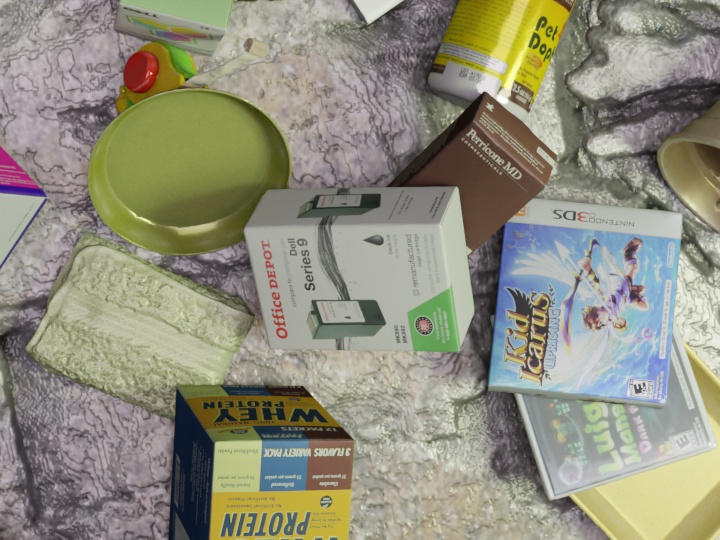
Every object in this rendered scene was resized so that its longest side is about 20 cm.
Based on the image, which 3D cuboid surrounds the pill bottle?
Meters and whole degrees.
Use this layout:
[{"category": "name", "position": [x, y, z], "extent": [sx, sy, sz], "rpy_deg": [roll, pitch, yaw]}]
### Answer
[{"category": "pill bottle", "position": [0.151, -0.256, 1.750], "extent": [0.109, 0.109, 0.200], "rpy_deg": [22, 91, -10]}]

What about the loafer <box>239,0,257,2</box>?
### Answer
[{"category": "loafer", "position": [-0.181, -0.327, 1.714], "extent": [0.200, 0.076, 0.068], "rpy_deg": [21, 84, -21]}]

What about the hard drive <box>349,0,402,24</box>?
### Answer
[{"category": "hard drive", "position": [0.052, -0.360, 1.769], "extent": [0.200, 0.026, 0.132], "rpy_deg": [-35, 99, -5]}]

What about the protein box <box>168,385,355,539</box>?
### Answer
[{"category": "protein box", "position": [-0.101, 0.230, 1.684], "extent": [0.135, 0.200, 0.199], "rpy_deg": [1, 101, -16]}]

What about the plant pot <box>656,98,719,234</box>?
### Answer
[{"category": "plant pot", "position": [0.436, -0.137, 1.778], "extent": [0.200, 0.200, 0.184], "rpy_deg": [40, 76, -10]}]

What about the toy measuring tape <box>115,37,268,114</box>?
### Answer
[{"category": "toy measuring tape", "position": [-0.169, -0.202, 1.689], "extent": [0.200, 0.074, 0.074], "rpy_deg": [-24, 100, 37]}]

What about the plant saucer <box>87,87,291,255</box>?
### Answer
[{"category": "plant saucer", "position": [-0.168, -0.102, 1.710], "extent": [0.199, 0.031, 0.200], "rpy_deg": [-7, 130, -8]}]

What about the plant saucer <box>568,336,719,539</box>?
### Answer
[{"category": "plant saucer", "position": [0.316, 0.197, 1.842], "extent": [0.200, 0.048, 0.200], "rpy_deg": [-45, 99, -4]}]

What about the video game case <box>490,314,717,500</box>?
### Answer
[{"category": "video game case", "position": [0.249, 0.114, 1.794], "extent": [0.181, 0.023, 0.200], "rpy_deg": [-17, 80, 1]}]

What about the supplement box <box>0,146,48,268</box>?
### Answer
[{"category": "supplement box", "position": [-0.405, -0.097, 1.624], "extent": [0.200, 0.103, 0.101], "rpy_deg": [44, 109, 23]}]

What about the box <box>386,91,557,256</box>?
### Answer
[{"category": "box", "position": [0.089, -0.070, 1.725], "extent": [0.100, 0.075, 0.200], "rpy_deg": [40, 121, -9]}]

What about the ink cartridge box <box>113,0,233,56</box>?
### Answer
[{"category": "ink cartridge box", "position": [-0.174, -0.258, 1.651], "extent": [0.104, 0.200, 0.059], "rpy_deg": [13, 85, -10]}]

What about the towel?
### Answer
[{"category": "towel", "position": [-0.220, 0.064, 1.752], "extent": [0.200, 0.036, 0.149], "rpy_deg": [24, 91, -10]}]

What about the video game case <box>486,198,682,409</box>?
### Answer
[{"category": "video game case", "position": [0.228, 0.032, 1.776], "extent": [0.181, 0.045, 0.201], "rpy_deg": [5, 81, 6]}]

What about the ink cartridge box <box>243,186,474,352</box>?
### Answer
[{"category": "ink cartridge box", "position": [0.000, 0.000, 1.700], "extent": [0.199, 0.084, 0.146], "rpy_deg": [-1, 120, 17]}]
